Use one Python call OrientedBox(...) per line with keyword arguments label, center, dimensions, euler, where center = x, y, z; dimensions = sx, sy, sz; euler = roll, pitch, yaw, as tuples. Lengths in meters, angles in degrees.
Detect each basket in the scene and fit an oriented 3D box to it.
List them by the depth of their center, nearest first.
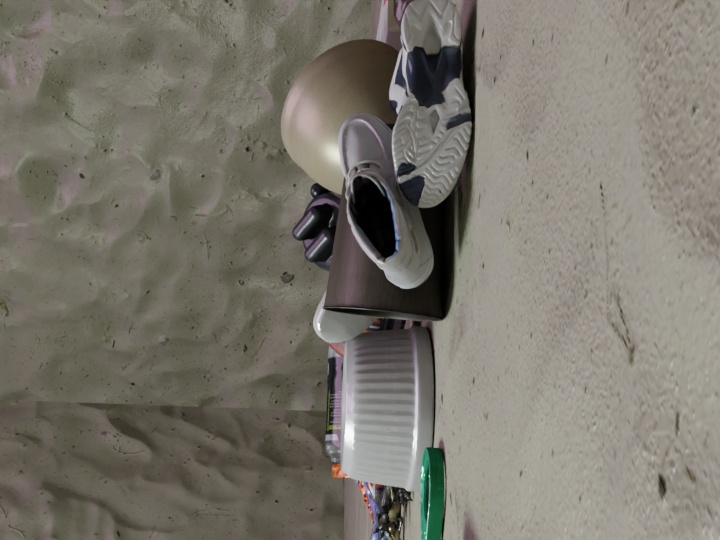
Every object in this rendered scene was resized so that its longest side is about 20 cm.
OrientedBox(label="basket", center=(0.033, -0.051, 0.978), dimensions=(0.180, 0.133, 0.205), euler=(148, 128, -81))

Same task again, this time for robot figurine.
OrientedBox(label="robot figurine", center=(-0.017, -0.064, 1.395), dimensions=(0.198, 0.123, 0.154), euler=(-11, -78, -49))

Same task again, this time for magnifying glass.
OrientedBox(label="magnifying glass", center=(0.073, 0.292, 0.922), dimensions=(0.080, 0.022, 0.205), euler=(108, 163, -79))

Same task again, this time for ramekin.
OrientedBox(label="ramekin", center=(0.029, 0.170, 1.092), dimensions=(0.200, 0.103, 0.205), euler=(-177, 90, -87))

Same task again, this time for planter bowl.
OrientedBox(label="planter bowl", center=(0.012, -0.173, 1.120), dimensions=(0.135, 0.197, 0.203), euler=(54, 151, 40))

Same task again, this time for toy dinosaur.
OrientedBox(label="toy dinosaur", center=(0.047, 0.317, 1.216), dimensions=(0.088, 0.046, 0.204), euler=(-77, -6, -70))

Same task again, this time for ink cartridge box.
OrientedBox(label="ink cartridge box", center=(0.058, -0.318, 1.259), dimensions=(0.201, 0.066, 0.119), euler=(101, 171, -62))

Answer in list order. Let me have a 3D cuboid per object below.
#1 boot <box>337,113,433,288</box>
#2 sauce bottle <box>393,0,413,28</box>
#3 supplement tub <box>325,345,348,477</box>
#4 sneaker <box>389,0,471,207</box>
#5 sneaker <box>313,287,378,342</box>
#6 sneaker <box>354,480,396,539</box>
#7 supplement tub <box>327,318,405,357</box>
OrientedBox(label="boot", center=(0.016, -0.085, 0.862), dimensions=(0.203, 0.073, 0.095), euler=(68, -168, 22))
OrientedBox(label="sauce bottle", center=(0.072, -0.338, 1.071), dimensions=(0.066, 0.064, 0.204), euler=(98, 171, -61))
OrientedBox(label="supplement tub", center=(0.008, 0.207, 1.306), dimensions=(0.123, 0.120, 0.205), euler=(106, 167, -78))
OrientedBox(label="sneaker", center=(0.068, -0.156, 0.881), dimensions=(0.130, 0.078, 0.204), euler=(60, -155, -82))
OrientedBox(label="sneaker", center=(0.000, 0.000, 1.100), dimensions=(0.201, 0.075, 0.088), euler=(-54, 32, -12))
OrientedBox(label="sneaker", center=(0.021, 0.334, 1.364), dimensions=(0.076, 0.077, 0.204), euler=(97, 175, -64))
OrientedBox(label="supplement tub", center=(0.022, 0.019, 1.199), dimensions=(0.107, 0.105, 0.204), euler=(-100, 22, -77))
